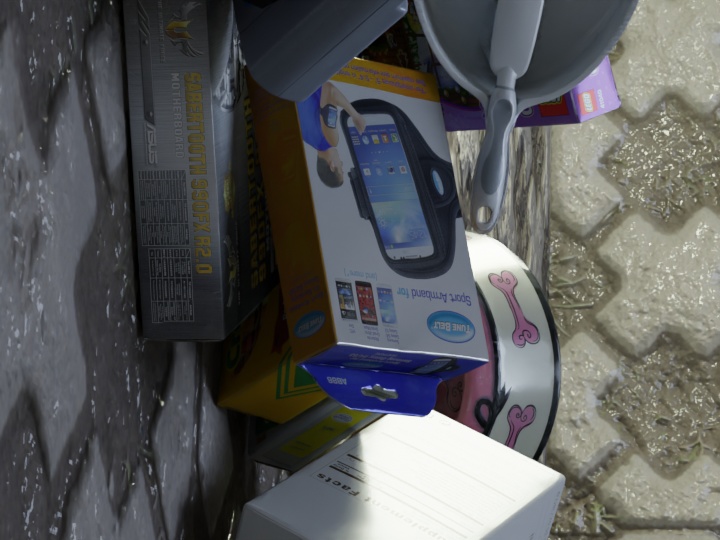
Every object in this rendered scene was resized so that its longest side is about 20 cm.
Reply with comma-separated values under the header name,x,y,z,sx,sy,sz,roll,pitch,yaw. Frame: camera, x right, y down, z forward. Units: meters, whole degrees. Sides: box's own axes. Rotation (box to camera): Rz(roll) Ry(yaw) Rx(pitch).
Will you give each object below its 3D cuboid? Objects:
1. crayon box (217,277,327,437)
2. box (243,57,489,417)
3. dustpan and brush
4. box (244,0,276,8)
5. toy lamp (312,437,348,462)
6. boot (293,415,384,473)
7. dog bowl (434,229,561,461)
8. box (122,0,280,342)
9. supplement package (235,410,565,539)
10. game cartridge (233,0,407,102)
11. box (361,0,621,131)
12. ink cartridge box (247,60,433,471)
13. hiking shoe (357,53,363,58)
name,x,y,z,sx,sy,sz,roll,pitch,yaw
crayon box,-0.029,0.011,1.564,0.200,0.051,0.127,-35,-136,52
box,0.006,-0.020,1.436,0.119,0.041,0.200,7,63,-43
dustpan and brush,0.085,-0.122,1.489,0.057,0.139,0.200,-97,-163,-80
box,-0.053,-0.256,1.303,0.132,0.115,0.200,22,62,-36
toy lamp,-0.022,0.128,1.685,0.058,0.058,0.200,27,80,-79
boot,-0.011,0.036,1.794,0.200,0.070,0.146,-53,-135,35
dog bowl,0.043,0.070,1.827,0.074,0.200,0.200,2,86,-43
box,-0.086,-0.074,1.454,0.158,0.048,0.200,-49,137,-76
supplement package,0.017,0.181,1.573,0.200,0.120,0.121,-29,139,-55
game cartridge,-0.020,-0.195,1.380,0.133,0.040,0.200,-41,-138,45
box,0.068,-0.156,1.607,0.039,0.200,0.137,-22,103,-33
ink cartridge box,0.000,0.000,1.622,0.200,0.047,0.198,-33,-136,49
hiking shoe,-0.022,-0.187,1.712,0.074,0.087,0.200,-73,160,-60
